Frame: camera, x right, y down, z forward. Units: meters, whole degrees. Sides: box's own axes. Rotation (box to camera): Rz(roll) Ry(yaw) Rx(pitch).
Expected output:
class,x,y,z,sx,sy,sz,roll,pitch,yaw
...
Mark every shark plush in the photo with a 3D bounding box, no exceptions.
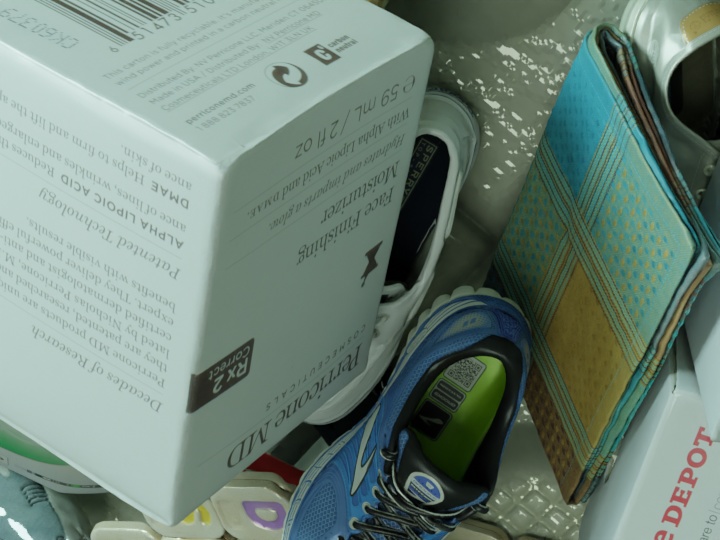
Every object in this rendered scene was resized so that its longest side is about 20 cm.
class,x,y,z,sx,sy,sz,roll,pitch,yaw
shark plush,-0.242,0.122,1.182,0.199,0.083,0.091,36,125,-1

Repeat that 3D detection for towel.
class,x,y,z,sx,sy,sz,roll,pitch,yaw
towel,0.111,0.001,0.927,0.022,0.147,0.201,-5,143,-18

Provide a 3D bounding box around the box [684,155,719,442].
class,x,y,z,sx,sy,sz,roll,pitch,yaw
box,0.255,0.019,0.863,0.198,0.125,0.098,11,124,-7

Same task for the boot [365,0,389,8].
class,x,y,z,sx,sy,sz,roll,pitch,yaw
boot,-0.050,-0.158,0.950,0.143,0.071,0.202,27,129,5

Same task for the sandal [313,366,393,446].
class,x,y,z,sx,sy,sz,roll,pitch,yaw
sandal,-0.022,0.058,1.080,0.076,0.043,0.200,-36,101,34

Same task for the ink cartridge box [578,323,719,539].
class,x,y,z,sx,sy,sz,roll,pitch,yaw
ink cartridge box,0.216,0.124,0.923,0.198,0.084,0.146,17,117,0

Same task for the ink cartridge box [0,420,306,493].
class,x,y,z,sx,sy,sz,roll,pitch,yaw
ink cartridge box,-0.138,0.105,1.092,0.199,0.050,0.161,28,161,-1

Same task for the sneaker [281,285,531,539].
class,x,y,z,sx,sy,sz,roll,pitch,yaw
sneaker,0.019,0.103,0.948,0.078,0.089,0.201,27,99,-6

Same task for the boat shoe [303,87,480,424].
class,x,y,z,sx,sy,sz,roll,pitch,yaw
boat shoe,0.000,0.000,1.002,0.073,0.065,0.201,21,112,1

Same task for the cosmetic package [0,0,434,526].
class,x,y,z,sx,sy,sz,roll,pitch,yaw
cosmetic package,-0.089,-0.030,0.898,0.164,0.165,0.201,29,130,23

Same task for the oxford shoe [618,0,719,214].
class,x,y,z,sx,sy,sz,roll,pitch,yaw
oxford shoe,0.163,-0.040,0.928,0.058,0.075,0.202,27,132,51

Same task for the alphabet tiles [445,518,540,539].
class,x,y,z,sx,sy,sz,roll,pitch,yaw
alphabet tiles,0.080,0.238,1.161,0.194,0.015,0.201,14,123,14

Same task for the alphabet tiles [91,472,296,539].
class,x,y,z,sx,sy,sz,roll,pitch,yaw
alphabet tiles,-0.051,0.188,1.073,0.194,0.015,0.201,-2,128,26
